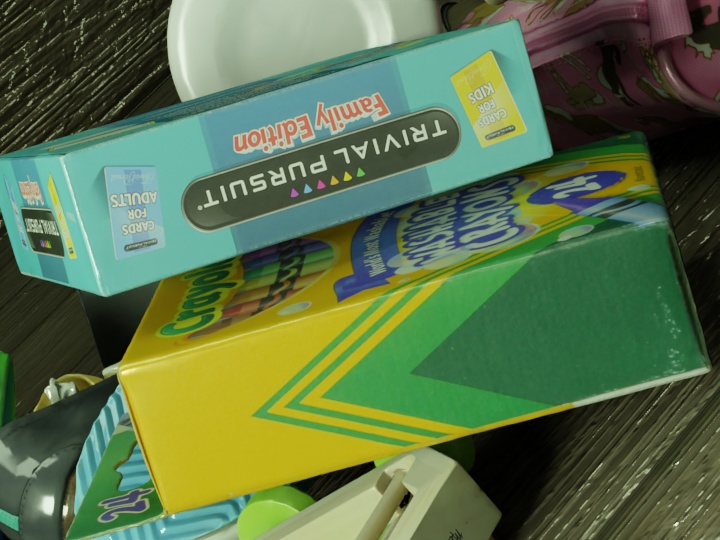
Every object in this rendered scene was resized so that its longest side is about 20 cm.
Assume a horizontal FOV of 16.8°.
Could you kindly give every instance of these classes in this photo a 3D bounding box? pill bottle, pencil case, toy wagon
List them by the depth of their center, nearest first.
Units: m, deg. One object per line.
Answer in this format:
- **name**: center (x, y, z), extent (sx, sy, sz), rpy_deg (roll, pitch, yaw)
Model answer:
- **toy wagon**: center (-0.042, 0.121, 0.749), extent (0.200, 0.040, 0.155), rpy_deg (-34, 12, 38)
- **pencil case**: center (0.103, -0.085, 0.942), extent (0.087, 0.083, 0.200), rpy_deg (-44, 11, -19)
- **pill bottle**: center (-0.022, -0.103, 1.052), extent (0.111, 0.112, 0.200), rpy_deg (-41, 6, 5)

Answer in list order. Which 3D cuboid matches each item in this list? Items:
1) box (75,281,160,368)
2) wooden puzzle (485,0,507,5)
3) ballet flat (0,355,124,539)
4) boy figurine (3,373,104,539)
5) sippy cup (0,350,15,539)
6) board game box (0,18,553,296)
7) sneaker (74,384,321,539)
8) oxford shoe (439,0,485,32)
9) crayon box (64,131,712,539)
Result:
- **box**: center (-0.064, -0.029, 1.214), extent (0.140, 0.079, 0.200), rpy_deg (-18, 13, 5)
- **wooden puzzle**: center (0.128, -0.166, 0.911), extent (0.184, 0.037, 0.200), rpy_deg (-27, 9, 13)
- **ballet flat**: center (-0.084, 0.059, 0.947), extent (0.073, 0.073, 0.200), rpy_deg (-35, -3, 31)
- **boy figurine**: center (-0.114, 0.086, 1.082), extent (0.125, 0.064, 0.200), rpy_deg (-53, 12, 5)
- **sippy cup**: center (-0.213, 0.101, 1.023), extent (0.129, 0.179, 0.140), rpy_deg (2, 10, -5)
- **board game box**: center (-0.039, -0.038, 0.833), extent (0.150, 0.047, 0.200), rpy_deg (-18, 7, -13)
- **sneaker**: center (-0.031, 0.052, 0.893), extent (0.200, 0.076, 0.081), rpy_deg (-43, -23, -41)
- **oxford shoe**: center (0.079, -0.099, 1.169), extent (0.084, 0.073, 0.200), rpy_deg (-26, 15, 4)
- **crayon box**: center (0.003, 0.017, 0.761), extent (0.199, 0.052, 0.126), rpy_deg (-16, 14, 7)
